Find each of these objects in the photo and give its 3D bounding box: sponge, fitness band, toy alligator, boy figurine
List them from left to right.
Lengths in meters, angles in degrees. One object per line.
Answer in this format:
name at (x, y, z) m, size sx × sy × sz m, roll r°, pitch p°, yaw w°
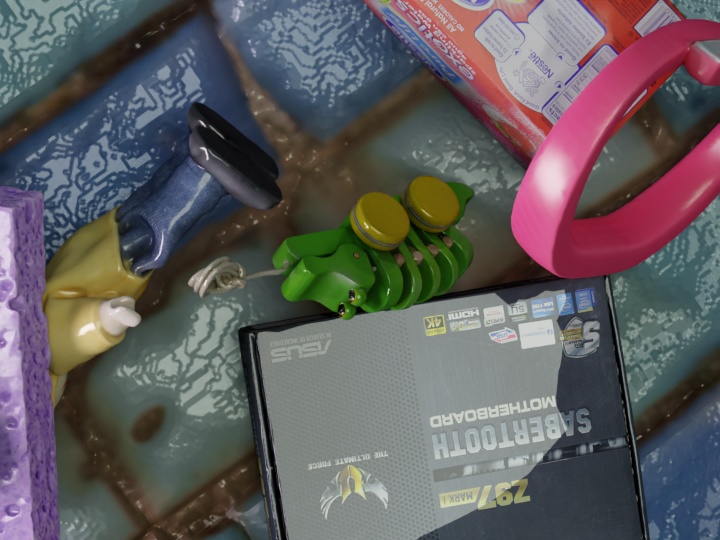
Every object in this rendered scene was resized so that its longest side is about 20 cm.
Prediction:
sponge at (-0.204, 0.055, 1.066) m, size 0.111 × 0.030 × 0.201 m, roll 7°, pitch 109°, yaw 22°
boy figurine at (-0.126, 0.011, 1.090) m, size 0.064 × 0.124 × 0.200 m, roll 38°, pitch 101°, yaw -19°
toy alligator at (0.000, 0.000, 1.101) m, size 0.200 × 0.059 × 0.054 m, roll -21°, pitch 68°, yaw -44°
fitness band at (0.146, -0.060, 1.104) m, size 0.037 × 0.200 × 0.144 m, roll 44°, pitch 112°, yaw 21°

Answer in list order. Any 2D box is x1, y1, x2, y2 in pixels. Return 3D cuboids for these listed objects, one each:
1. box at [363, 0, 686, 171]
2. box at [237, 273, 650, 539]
box at (0.067, -0.152, 1.133) m, size 0.200 × 0.095 × 0.100 m, roll 45°, pitch 83°, yaw -7°
box at (0.044, 0.092, 1.151) m, size 0.199 × 0.051 × 0.159 m, roll -8°, pitch 93°, yaw -10°
